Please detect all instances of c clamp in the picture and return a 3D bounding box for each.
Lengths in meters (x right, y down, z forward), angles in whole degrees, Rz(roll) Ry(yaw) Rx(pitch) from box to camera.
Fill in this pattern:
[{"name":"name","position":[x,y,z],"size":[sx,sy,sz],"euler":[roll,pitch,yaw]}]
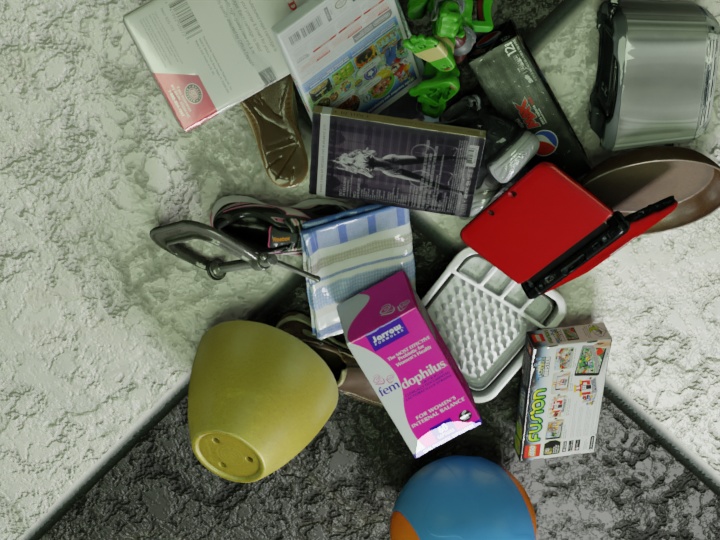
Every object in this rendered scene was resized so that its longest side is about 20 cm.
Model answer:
[{"name":"c clamp","position":[-0.170,-0.015,1.752],"size":[0.170,0.199,0.027],"euler":[30,72,-31]}]

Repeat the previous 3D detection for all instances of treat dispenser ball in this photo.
[{"name":"treat dispenser ball","position":[0.139,0.351,1.910],"size":[0.198,0.202,0.203],"euler":[0,118,0]}]

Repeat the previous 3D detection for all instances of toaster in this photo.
[{"name":"toaster","position":[0.342,-0.237,1.652],"size":[0.127,0.114,0.202],"euler":[-1,116,-4]}]

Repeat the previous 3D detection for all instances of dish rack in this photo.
[{"name":"dish rack","position":[0.152,0.064,1.847],"size":[0.171,0.044,0.201],"euler":[30,114,-17]}]

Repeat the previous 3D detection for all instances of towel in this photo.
[{"name":"towel","position":[0.000,0.000,1.776],"size":[0.145,0.024,0.201],"euler":[-16,136,-9]}]

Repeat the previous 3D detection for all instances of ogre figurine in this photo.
[{"name":"ogre figurine","position":[0.098,-0.268,1.600],"size":[0.097,0.121,0.200],"euler":[5,153,21]}]

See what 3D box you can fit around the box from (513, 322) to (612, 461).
[{"name":"box","position":[0.267,0.163,1.878],"size":[0.109,0.035,0.202],"euler":[-5,127,-10]}]

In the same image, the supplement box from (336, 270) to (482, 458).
[{"name":"supplement box","position":[0.061,0.119,1.787],"size":[0.100,0.104,0.201],"euler":[-28,116,6]}]

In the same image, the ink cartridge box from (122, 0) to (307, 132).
[{"name":"ink cartridge box","position":[-0.150,-0.269,1.604],"size":[0.199,0.083,0.148],"euler":[-29,101,-5]}]

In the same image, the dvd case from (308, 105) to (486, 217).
[{"name":"dvd case","position":[0.040,-0.125,1.650],"size":[0.197,0.016,0.149],"euler":[8,145,2]}]

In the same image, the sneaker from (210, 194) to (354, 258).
[{"name":"sneaker","position":[-0.091,-0.044,1.757],"size":[0.197,0.086,0.081],"euler":[1,105,-1]}]

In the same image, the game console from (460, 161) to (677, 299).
[{"name":"game console","position":[0.252,-0.062,1.718],"size":[0.120,0.171,0.200],"euler":[60,143,9]}]

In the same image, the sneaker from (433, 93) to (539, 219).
[{"name":"sneaker","position":[0.135,-0.142,1.700],"size":[0.114,0.075,0.200],"euler":[46,154,3]}]

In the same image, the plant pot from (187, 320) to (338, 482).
[{"name":"plant pot","position":[-0.144,0.186,1.817],"size":[0.198,0.143,0.201],"euler":[14,139,13]}]

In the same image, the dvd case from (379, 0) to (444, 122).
[{"name":"dvd case","position":[0.006,-0.236,1.701],"size":[0.144,0.022,0.202],"euler":[-19,115,10]}]

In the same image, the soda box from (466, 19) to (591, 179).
[{"name":"soda box","position":[0.201,-0.194,1.699],"size":[0.070,0.064,0.201],"euler":[-27,114,14]}]

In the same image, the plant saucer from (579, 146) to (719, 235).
[{"name":"plant saucer","position":[0.349,-0.099,1.718],"size":[0.197,0.035,0.201],"euler":[-4,156,-2]}]

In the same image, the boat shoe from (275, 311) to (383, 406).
[{"name":"boat shoe","position":[-0.028,0.135,1.867],"size":[0.201,0.075,0.075],"euler":[28,115,-14]}]

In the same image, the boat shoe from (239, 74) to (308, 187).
[{"name":"boat shoe","position":[-0.109,-0.199,1.694],"size":[0.071,0.065,0.202],"euler":[-16,98,-5]}]

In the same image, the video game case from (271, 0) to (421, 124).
[{"name":"video game case","position":[-0.012,-0.242,1.598],"size":[0.143,0.018,0.201],"euler":[-37,143,-9]}]
